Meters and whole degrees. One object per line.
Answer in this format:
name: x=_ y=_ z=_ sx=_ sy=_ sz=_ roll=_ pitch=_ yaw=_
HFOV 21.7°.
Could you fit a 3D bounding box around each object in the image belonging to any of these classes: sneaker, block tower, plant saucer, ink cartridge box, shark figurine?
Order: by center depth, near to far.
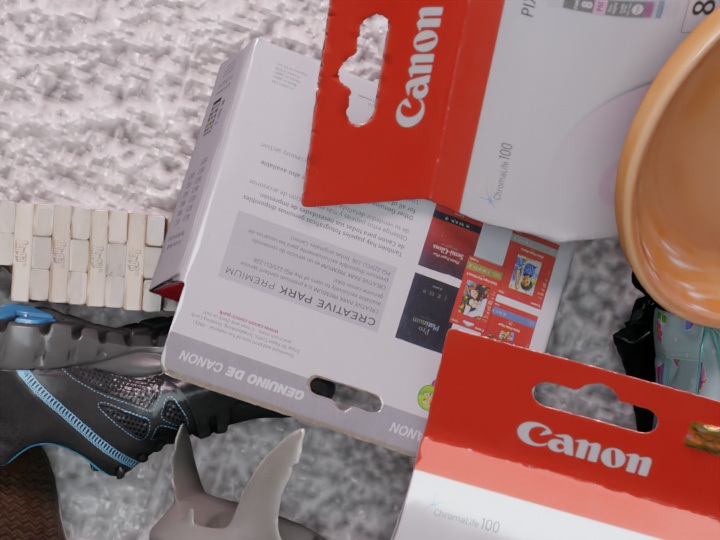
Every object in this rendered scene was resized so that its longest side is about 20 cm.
ink cartridge box: x=0.082 y=-0.088 z=0.895 sx=0.198 sy=0.057 sz=0.163 roll=-8 pitch=131 yaw=-22
plant saucer: x=0.206 y=-0.063 z=0.898 sx=0.199 sy=0.038 sz=0.201 roll=-14 pitch=128 yaw=-18
ink cartridge box: x=0.095 y=0.139 z=0.932 sx=0.161 sy=0.057 sz=0.201 roll=15 pitch=131 yaw=5
shark figurine: x=-0.077 y=0.119 z=0.948 sx=0.127 sy=0.215 sz=0.090 roll=-4 pitch=79 yaw=-2
ink cartridge box: x=0.000 y=0.000 z=0.986 sx=0.199 sy=0.084 sz=0.177 roll=20 pitch=80 yaw=-15
sneaker: x=-0.113 y=0.068 z=1.009 sx=0.198 sy=0.073 sz=0.083 roll=6 pitch=98 yaw=-15
sneaker: x=-0.200 y=0.156 z=1.009 sx=0.084 sy=0.073 sz=0.201 roll=-36 pitch=72 yaw=34
block tower: x=-0.195 y=-0.010 z=1.017 sx=0.198 sy=0.058 sz=0.055 roll=4 pitch=90 yaw=-5

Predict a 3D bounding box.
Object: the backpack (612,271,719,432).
backpack: x=0.220 y=0.098 z=1.005 sx=0.165 sy=0.127 sz=0.202 roll=7 pitch=89 yaw=-5
